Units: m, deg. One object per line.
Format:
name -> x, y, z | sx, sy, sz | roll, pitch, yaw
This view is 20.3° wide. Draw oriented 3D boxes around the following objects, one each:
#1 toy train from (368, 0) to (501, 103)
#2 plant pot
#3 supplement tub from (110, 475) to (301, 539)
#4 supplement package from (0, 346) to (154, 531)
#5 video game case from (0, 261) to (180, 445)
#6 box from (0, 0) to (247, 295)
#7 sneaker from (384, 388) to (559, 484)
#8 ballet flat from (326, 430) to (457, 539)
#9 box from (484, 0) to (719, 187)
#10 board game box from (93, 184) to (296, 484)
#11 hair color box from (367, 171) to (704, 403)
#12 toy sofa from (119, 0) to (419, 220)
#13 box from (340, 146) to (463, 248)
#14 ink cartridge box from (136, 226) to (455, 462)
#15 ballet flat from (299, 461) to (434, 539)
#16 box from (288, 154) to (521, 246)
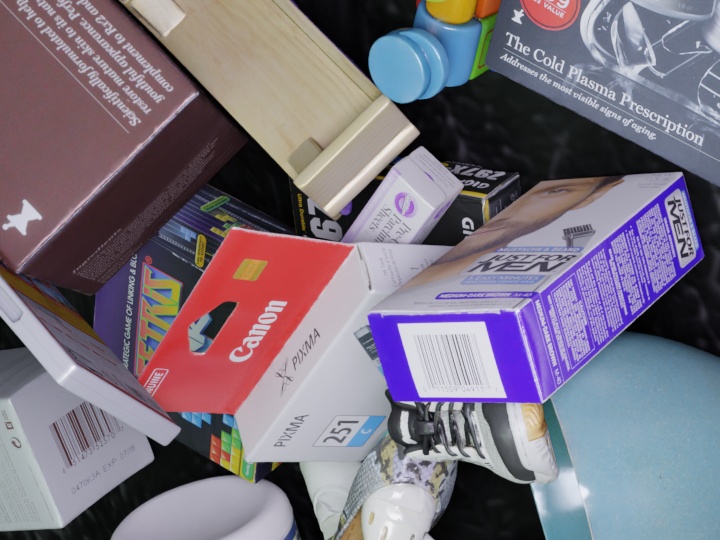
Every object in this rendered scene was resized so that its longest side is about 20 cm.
toy train -> 0.066, -0.195, 1.170 | 0.085, 0.116, 0.200 | 30, 130, 21
plant pot -> 0.183, 0.122, 1.233 | 0.135, 0.200, 0.200 | -14, 112, -4
supplement tub -> -0.101, 0.275, 1.555 | 0.145, 0.145, 0.200 | 1, 115, 38
supplement package -> -0.291, 0.137, 1.644 | 0.200, 0.117, 0.117 | -8, 110, 41
video game case -> -0.205, 0.023, 1.271 | 0.017, 0.143, 0.200 | -45, 61, 1
box -> -0.199, -0.101, 1.338 | 0.164, 0.200, 0.166 | -44, 83, 1
sneaker -> 0.063, 0.096, 1.227 | 0.200, 0.088, 0.076 | -163, 61, -83
ballet flat -> 0.015, 0.188, 1.389 | 0.072, 0.072, 0.200 | 39, 126, 14
box -> 0.192, -0.162, 1.099 | 0.200, 0.104, 0.182 | 30, 128, 21
board game box -> -0.118, 0.037, 1.493 | 0.165, 0.057, 0.200 | 26, 128, 23
hair color box -> 0.108, 0.008, 1.197 | 0.109, 0.200, 0.065 | -2, 112, 39
toy sofa -> -0.057, -0.130, 1.310 | 0.083, 0.098, 0.200 | -44, 69, 2
box -> 0.000, 0.000, 1.323 | 0.041, 0.039, 0.200 | 44, 133, 8
ink cartridge box -> -0.037, 0.054, 1.299 | 0.200, 0.176, 0.045 | -55, 42, 43
ballet flat -> 0.018, 0.208, 1.479 | 0.200, 0.069, 0.069 | 45, 134, 9
box -> 0.037, 0.020, 1.367 | 0.160, 0.049, 0.200 | 13, 122, 34
